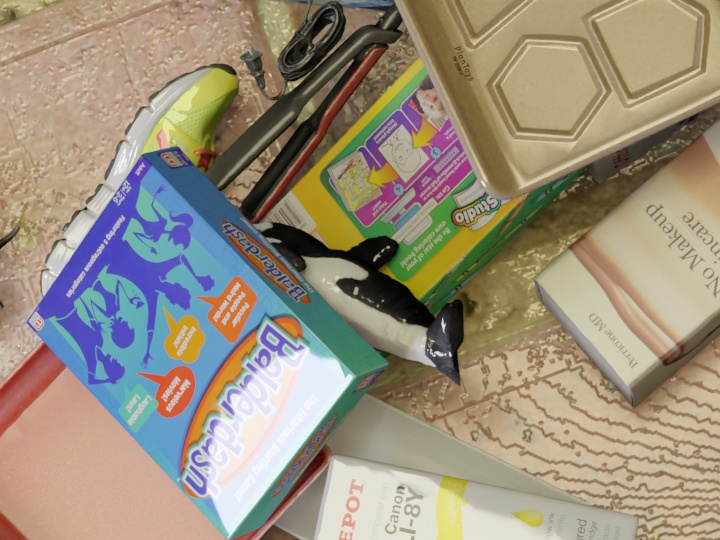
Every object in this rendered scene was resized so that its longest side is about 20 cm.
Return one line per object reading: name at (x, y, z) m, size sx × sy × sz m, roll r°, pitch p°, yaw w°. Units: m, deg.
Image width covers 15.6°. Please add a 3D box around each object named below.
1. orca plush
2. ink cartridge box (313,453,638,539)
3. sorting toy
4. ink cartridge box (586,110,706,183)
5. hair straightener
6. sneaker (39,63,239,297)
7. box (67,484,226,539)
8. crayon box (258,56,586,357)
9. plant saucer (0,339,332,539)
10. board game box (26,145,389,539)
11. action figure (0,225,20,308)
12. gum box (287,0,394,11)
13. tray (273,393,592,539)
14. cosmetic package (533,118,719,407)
orca plush at (0.000, 0.000, 1.673) m, size 0.200 × 0.105 × 0.071 m, roll 15°, pitch 62°, yaw 49°
ink cartridge box at (0.063, 0.208, 1.660) m, size 0.200 × 0.083 × 0.145 m, roll 12°, pitch 78°, yaw 4°
sorting toy at (0.134, -0.159, 1.637) m, size 0.200 × 0.036 × 0.185 m, roll -24°, pitch 74°, yaw -1°
ink cartridge box at (0.207, -0.156, 1.715) m, size 0.200 × 0.145 × 0.083 m, roll -35°, pitch 76°, yaw 0°
hair straightener at (-0.040, -0.125, 1.729) m, size 0.077 × 0.041 × 0.200 m, roll 38°, pitch 98°, yaw -23°
sneaker at (-0.129, -0.046, 1.781) m, size 0.090 × 0.078 × 0.200 m, roll 33°, pitch 96°, yaw 13°
box at (-0.146, 0.244, 1.734) m, size 0.200 × 0.049 × 0.161 m, roll -28°, pitch 78°, yaw 2°
crayon box at (0.038, -0.048, 1.724) m, size 0.200 × 0.058 × 0.119 m, roll -44°, pitch 74°, yaw 23°
plant saucer at (-0.150, 0.128, 1.717) m, size 0.200 × 0.037 × 0.200 m, roll 43°, pitch 88°, yaw 15°
board game box at (-0.099, 0.045, 1.652) m, size 0.200 × 0.045 × 0.152 m, roll 45°, pitch 118°, yaw 15°
action figure at (-0.321, 0.029, 1.781) m, size 0.200 × 0.102 × 0.119 m, roll -32°, pitch 65°, yaw -26°
gum box at (-0.065, -0.230, 1.742) m, size 0.170 × 0.200 × 0.045 m, roll 6°, pitch 76°, yaw 10°
tray at (0.044, 0.160, 1.737) m, size 0.200 × 0.022 × 0.107 m, roll 26°, pitch 84°, yaw 12°
cosmetic package at (0.220, -0.016, 1.714) m, size 0.200 × 0.087 × 0.103 m, roll -42°, pitch 77°, yaw -2°
